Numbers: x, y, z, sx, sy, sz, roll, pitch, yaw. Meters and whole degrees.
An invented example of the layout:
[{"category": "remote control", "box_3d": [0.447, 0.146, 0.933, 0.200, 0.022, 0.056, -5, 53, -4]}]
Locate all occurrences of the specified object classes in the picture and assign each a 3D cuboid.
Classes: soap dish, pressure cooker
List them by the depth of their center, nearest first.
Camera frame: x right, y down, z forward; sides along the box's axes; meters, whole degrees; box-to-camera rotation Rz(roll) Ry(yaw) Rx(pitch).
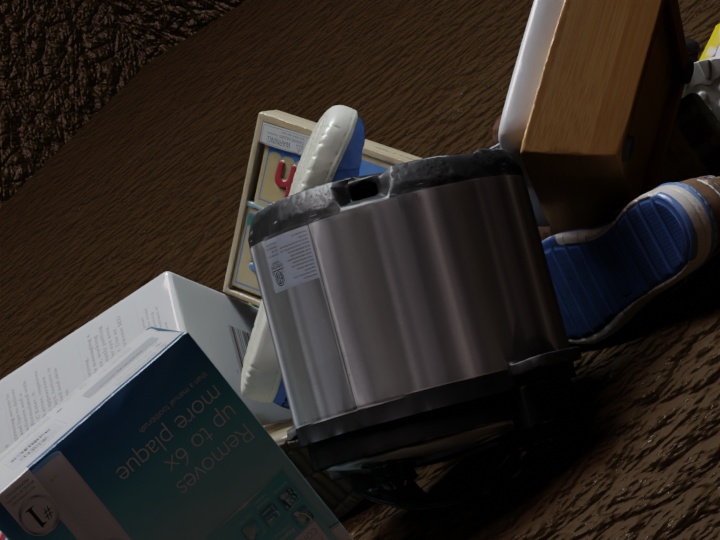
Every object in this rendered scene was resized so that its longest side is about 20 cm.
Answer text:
[{"category": "pressure cooker", "box_3d": [0.033, 0.042, 1.498, 0.178, 0.200, 0.176, -14, -6, -3]}, {"category": "soap dish", "box_3d": [0.152, -0.110, 1.596, 0.200, 0.081, 0.158, 56, -131, -69]}]

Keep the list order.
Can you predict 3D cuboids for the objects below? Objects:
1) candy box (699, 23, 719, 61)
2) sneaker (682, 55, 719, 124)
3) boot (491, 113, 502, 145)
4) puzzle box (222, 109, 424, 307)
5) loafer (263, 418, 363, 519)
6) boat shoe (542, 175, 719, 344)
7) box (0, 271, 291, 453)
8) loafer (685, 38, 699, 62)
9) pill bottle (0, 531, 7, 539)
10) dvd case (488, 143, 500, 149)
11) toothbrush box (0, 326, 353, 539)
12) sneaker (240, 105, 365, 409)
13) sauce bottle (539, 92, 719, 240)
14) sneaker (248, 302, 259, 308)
[{"category": "candy box", "box_3d": [0.286, -0.157, 1.860, 0.102, 0.026, 0.200, -34, 13, 32]}, {"category": "sneaker", "box_3d": [0.204, -0.092, 1.768, 0.200, 0.076, 0.081, -32, 4, 18]}, {"category": "boot", "box_3d": [0.207, -0.172, 2.042, 0.187, 0.064, 0.200, -58, 16, -21]}, {"category": "puzzle box", "box_3d": [0.005, -0.017, 1.689, 0.200, 0.133, 0.025, 20, 17, 28]}, {"category": "loafer", "box_3d": [-0.057, 0.134, 1.670, 0.200, 0.076, 0.068, -28, 22, 40]}, {"category": "boat shoe", "box_3d": [0.174, -0.007, 1.568, 0.072, 0.072, 0.200, -22, -3, -30]}, {"category": "box", "box_3d": [-0.147, 0.110, 1.769, 0.200, 0.152, 0.107, -33, 57, 26]}, {"category": "loafer", "box_3d": [0.194, -0.114, 1.859, 0.073, 0.071, 0.200, -5, -15, -21]}, {"category": "pill bottle", "box_3d": [-0.156, 0.199, 1.610, 0.120, 0.120, 0.200, -43, 13, -20]}, {"category": "dvd case", "box_3d": [0.075, -0.050, 1.808, 0.150, 0.025, 0.200, -29, -8, -12]}, {"category": "toothbrush box", "box_3d": [-0.103, 0.154, 1.443, 0.146, 0.200, 0.085, -40, 14, -14]}, {"category": "sneaker", "box_3d": [0.000, 0.000, 1.628, 0.077, 0.111, 0.200, -112, 37, -80]}, {"category": "sauce bottle", "box_3d": [0.161, -0.042, 1.713, 0.200, 0.065, 0.065, -34, 13, 16]}, {"category": "sneaker", "box_3d": [-0.041, 0.008, 2.056, 0.130, 0.080, 0.200, -35, 12, 1]}]
